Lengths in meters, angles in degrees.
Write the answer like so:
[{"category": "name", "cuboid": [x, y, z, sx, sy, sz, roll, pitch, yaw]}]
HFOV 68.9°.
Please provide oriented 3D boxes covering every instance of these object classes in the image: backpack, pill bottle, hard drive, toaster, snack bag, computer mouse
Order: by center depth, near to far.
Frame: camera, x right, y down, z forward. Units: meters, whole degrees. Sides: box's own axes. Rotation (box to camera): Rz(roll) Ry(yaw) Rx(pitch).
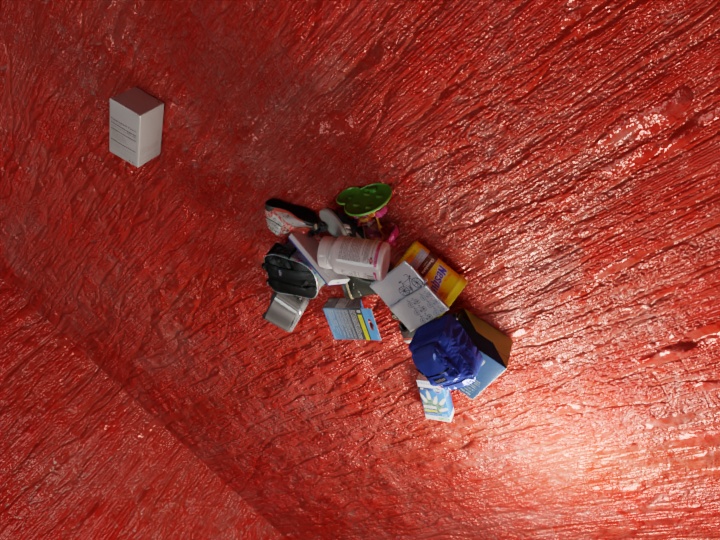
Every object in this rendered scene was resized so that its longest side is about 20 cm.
[{"category": "pill bottle", "cuboid": [-0.019, -0.041, 1.543, 0.197, 0.114, 0.114, 10, 128, 16]}, {"category": "backpack", "cuboid": [0.253, 0.265, 1.561, 0.200, 0.168, 0.162, 49, 138, -14]}, {"category": "snack bag", "cuboid": [0.142, 0.078, 1.572, 0.200, 0.021, 0.188, 48, 135, -6]}, {"category": "hard drive", "cuboid": [-0.129, -0.037, 1.651, 0.025, 0.132, 0.200, -46, 73, 19]}, {"category": "computer mouse", "cuboid": [-0.081, -0.070, 1.657, 0.200, 0.044, 0.110, 48, 153, -3]}, {"category": "backpack", "cuboid": [-0.210, 0.000, 1.784, 0.198, 0.151, 0.179, 16, 133, 25]}, {"category": "toaster", "cuboid": [-0.279, 0.142, 1.952, 0.128, 0.114, 0.201, 32, 130, -2]}]

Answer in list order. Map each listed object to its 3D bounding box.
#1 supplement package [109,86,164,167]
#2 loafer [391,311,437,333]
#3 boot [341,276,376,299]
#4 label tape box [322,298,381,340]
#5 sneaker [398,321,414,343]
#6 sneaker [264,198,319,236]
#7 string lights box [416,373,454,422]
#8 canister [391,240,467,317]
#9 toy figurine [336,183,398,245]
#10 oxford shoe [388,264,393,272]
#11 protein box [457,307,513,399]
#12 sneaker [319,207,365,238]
[{"category": "supplement package", "cuboid": [-0.734, -0.469, 1.718, 0.119, 0.122, 0.201, 30, 132, 4]}, {"category": "loafer", "cuboid": [0.183, 0.172, 1.712, 0.198, 0.070, 0.075, 15, 166, 31]}, {"category": "boot", "cuboid": [0.000, 0.000, 1.744, 0.136, 0.078, 0.202, -6, 124, 16]}, {"category": "label tape box", "cuboid": [-0.020, 0.174, 1.876, 0.198, 0.063, 0.146, -2, 123, 28]}, {"category": "sneaker", "cuboid": [0.207, 0.187, 1.767, 0.198, 0.077, 0.082, -21, 107, 36]}, {"category": "sneaker", "cuboid": [-0.225, -0.157, 1.732, 0.199, 0.067, 0.109, 20, 132, 17]}, {"category": "string lights box", "cuboid": [0.279, 0.464, 1.945, 0.102, 0.059, 0.202, 1, 124, 28]}, {"category": "canister", "cuboid": [0.204, 0.025, 1.603, 0.199, 0.087, 0.149, 38, 89, -1]}, {"category": "toy figurine", "cuboid": [0.036, -0.147, 1.582, 0.199, 0.150, 0.185, 17, 144, 44]}, {"category": "oxford shoe", "cuboid": [0.101, 0.061, 1.722, 0.070, 0.075, 0.201, -25, 111, 36]}, {"category": "protein box", "cuboid": [0.352, 0.274, 1.714, 0.197, 0.135, 0.201, 33, 132, 1]}, {"category": "sneaker", "cuboid": [-0.048, -0.134, 1.642, 0.078, 0.080, 0.201, 4, 139, 51]}]
